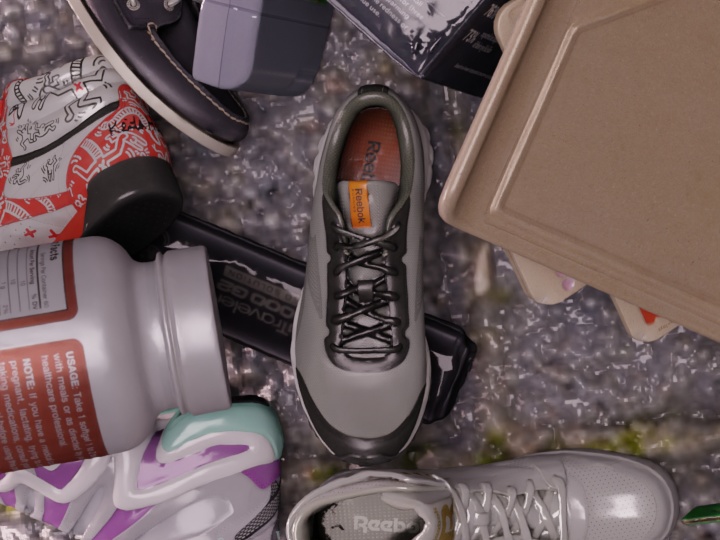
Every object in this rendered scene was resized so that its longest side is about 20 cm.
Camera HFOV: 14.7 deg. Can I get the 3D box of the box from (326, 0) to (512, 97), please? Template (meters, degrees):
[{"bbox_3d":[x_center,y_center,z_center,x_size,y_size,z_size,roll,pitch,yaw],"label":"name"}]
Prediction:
[{"bbox_3d":[0.072,-0.197,1.396,0.104,0.148,0.200,42,98,11],"label":"box"}]

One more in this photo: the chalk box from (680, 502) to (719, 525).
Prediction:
[{"bbox_3d":[0.259,0.098,1.386,0.199,0.124,0.124,-24,88,13],"label":"chalk box"}]

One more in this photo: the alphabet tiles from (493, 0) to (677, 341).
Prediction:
[{"bbox_3d":[0.148,-0.073,1.397,0.199,0.015,0.196,-33,113,-15],"label":"alphabet tiles"}]

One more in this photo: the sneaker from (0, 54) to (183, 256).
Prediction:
[{"bbox_3d":[-0.182,-0.032,1.505,0.201,0.067,0.108,-37,59,28],"label":"sneaker"}]

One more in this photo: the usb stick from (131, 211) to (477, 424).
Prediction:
[{"bbox_3d":[-0.036,0.022,1.488,0.199,0.033,0.056,23,100,9],"label":"usb stick"}]

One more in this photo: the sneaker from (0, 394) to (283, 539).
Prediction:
[{"bbox_3d":[-0.136,0.145,1.491,0.199,0.078,0.141,-6,91,12],"label":"sneaker"}]

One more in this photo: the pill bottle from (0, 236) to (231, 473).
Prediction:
[{"bbox_3d":[-0.169,0.045,1.417,0.199,0.112,0.113,-9,91,-1],"label":"pill bottle"}]

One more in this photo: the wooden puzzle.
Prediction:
[{"bbox_3d":[0.152,-0.076,1.347,0.199,0.037,0.186,22,94,-21],"label":"wooden puzzle"}]

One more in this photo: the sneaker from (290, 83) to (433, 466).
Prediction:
[{"bbox_3d":[0.000,0.000,1.431,0.073,0.079,0.201,0,76,3],"label":"sneaker"}]

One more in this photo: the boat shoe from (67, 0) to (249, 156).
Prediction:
[{"bbox_3d":[-0.116,-0.150,1.477,0.063,0.073,0.200,-41,80,14],"label":"boat shoe"}]

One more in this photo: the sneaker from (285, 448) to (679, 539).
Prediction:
[{"bbox_3d":[0.062,0.133,1.432,0.199,0.116,0.074,-5,90,10],"label":"sneaker"}]

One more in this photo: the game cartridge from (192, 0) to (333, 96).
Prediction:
[{"bbox_3d":[-0.035,-0.189,1.427,0.040,0.133,0.201,15,96,18],"label":"game cartridge"}]
